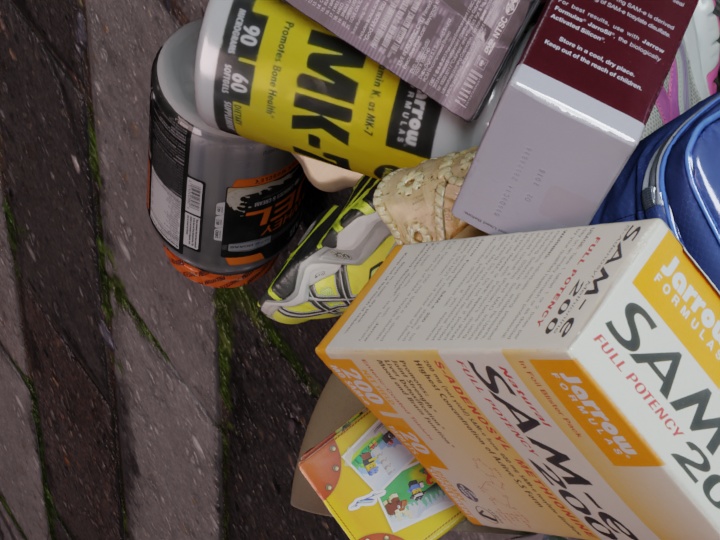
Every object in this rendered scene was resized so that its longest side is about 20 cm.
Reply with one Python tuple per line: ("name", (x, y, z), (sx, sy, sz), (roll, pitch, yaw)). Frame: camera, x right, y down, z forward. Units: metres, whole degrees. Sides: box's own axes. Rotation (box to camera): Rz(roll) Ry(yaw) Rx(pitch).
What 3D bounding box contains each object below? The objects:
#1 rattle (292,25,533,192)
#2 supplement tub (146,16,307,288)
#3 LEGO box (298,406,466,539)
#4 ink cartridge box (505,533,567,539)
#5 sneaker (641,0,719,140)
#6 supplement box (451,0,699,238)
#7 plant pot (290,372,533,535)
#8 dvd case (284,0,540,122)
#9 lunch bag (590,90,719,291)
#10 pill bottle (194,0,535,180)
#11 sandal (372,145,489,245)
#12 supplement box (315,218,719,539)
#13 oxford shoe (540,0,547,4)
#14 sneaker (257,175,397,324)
("rattle", (0.044, -0.137, 1.176), (0.199, 0.142, 0.131), (-36, 72, 28))
("supplement tub", (-0.097, -0.083, 1.415), (0.123, 0.122, 0.201), (53, 155, 25))
("LEGO box", (0.076, 0.065, 1.023), (0.077, 0.199, 0.149), (52, -172, 4))
("ink cartridge box", (0.160, 0.218, 1.137), (0.199, 0.042, 0.119), (28, 159, -14))
("sneaker", (0.146, -0.054, 0.968), (0.081, 0.088, 0.202), (2, 115, 64))
("supplement box", (0.112, -0.113, 0.844), (0.060, 0.201, 0.109), (25, 150, 2))
("plant pot", (0.060, 0.088, 1.206), (0.200, 0.198, 0.136), (2, 87, 64))
("dvd case", (0.008, -0.188, 0.950), (0.199, 0.016, 0.149), (34, 119, 11))
("lunch bag", (0.202, 0.012, 0.854), (0.201, 0.135, 0.132), (60, 157, 1))
("pill bottle", (0.019, -0.107, 1.048), (0.198, 0.115, 0.115), (17, 141, 11))
("sandal", (0.035, -0.020, 0.986), (0.212, 0.069, 0.078), (125, 158, -55))
("supplement box", (0.084, 0.052, 0.826), (0.126, 0.074, 0.199), (48, 156, -19))
("oxford shoe", (0.051, -0.214, 1.069), (0.200, 0.070, 0.075), (50, -177, 23))
("sneaker", (0.000, 0.000, 1.166), (0.076, 0.076, 0.200), (38, 151, -10))
